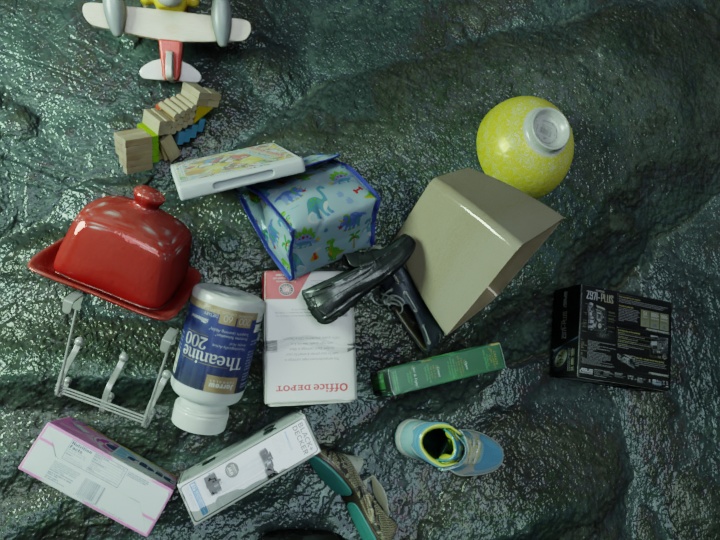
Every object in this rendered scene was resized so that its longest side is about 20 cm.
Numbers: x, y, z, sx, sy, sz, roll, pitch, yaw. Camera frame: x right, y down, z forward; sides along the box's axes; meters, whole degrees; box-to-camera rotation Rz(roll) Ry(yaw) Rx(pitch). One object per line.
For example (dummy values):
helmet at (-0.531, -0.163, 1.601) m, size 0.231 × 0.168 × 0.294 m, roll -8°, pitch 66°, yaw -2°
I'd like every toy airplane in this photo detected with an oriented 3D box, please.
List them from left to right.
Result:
toy airplane at (-0.305, -0.404, 0.901) m, size 0.199 × 0.141 × 0.200 m, roll 45°, pitch 73°, yaw -4°

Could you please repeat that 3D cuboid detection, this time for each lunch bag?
lunch bag at (-0.089, -0.110, 0.903) m, size 0.168 × 0.129 × 0.200 m, roll -21°, pitch 50°, yaw -27°

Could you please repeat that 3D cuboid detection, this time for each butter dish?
butter dish at (-0.316, -0.047, 0.792) m, size 0.197 × 0.200 × 0.150 m, roll 23°, pitch 108°, yaw -9°

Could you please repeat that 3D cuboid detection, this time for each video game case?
video game case at (-0.195, -0.158, 0.866) m, size 0.178 × 0.200 × 0.023 m, roll -16°, pitch 113°, yaw -16°

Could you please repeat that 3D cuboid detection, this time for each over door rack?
over door rack at (-0.340, 0.123, 0.795) m, size 0.145 × 0.202 × 0.067 m, roll 22°, pitch 34°, yaw -9°

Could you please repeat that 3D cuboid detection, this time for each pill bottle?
pill bottle at (-0.216, 0.130, 0.836) m, size 0.109 × 0.111 × 0.204 m, roll 14°, pitch 93°, yaw -12°

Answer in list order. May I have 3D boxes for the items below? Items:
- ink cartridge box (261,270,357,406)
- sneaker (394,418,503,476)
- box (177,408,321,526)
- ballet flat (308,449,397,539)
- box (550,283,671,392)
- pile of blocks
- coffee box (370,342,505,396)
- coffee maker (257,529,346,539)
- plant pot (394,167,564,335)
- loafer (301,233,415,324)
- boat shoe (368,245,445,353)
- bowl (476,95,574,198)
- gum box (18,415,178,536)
ink cartridge box at (-0.085, 0.108, 0.901) m, size 0.143 × 0.083 × 0.205 m, roll 1°, pitch 80°, yaw -14°
sneaker at (0.163, 0.293, 0.910) m, size 0.196 × 0.130 × 0.081 m, roll 13°, pitch 76°, yaw -13°
box at (-0.163, 0.283, 0.834) m, size 0.197 × 0.117 × 0.061 m, roll -26°, pitch 87°, yaw -18°
ballet flat at (-0.006, 0.347, 0.899) m, size 0.075 × 0.067 × 0.202 m, roll -39°, pitch 97°, yaw -39°
box at (0.461, 0.127, 1.040) m, size 0.196 × 0.086 × 0.168 m, roll 10°, pitch 78°, yaw -13°
pile of blocks at (-0.317, -0.235, 0.917) m, size 0.062 × 0.083 × 0.200 m, roll 36°, pitch 66°, yaw 26°
coffee box at (0.124, 0.164, 0.929) m, size 0.196 × 0.123 × 0.045 m, roll -10°, pitch 80°, yaw -15°
coffee maker at (-0.069, 0.497, 0.829) m, size 0.189 × 0.133 × 0.205 m, roll 15°, pitch 77°, yaw -36°
plant pot at (0.176, -0.053, 0.922) m, size 0.177 × 0.201 × 0.198 m, roll 46°, pitch 38°, yaw 16°
loafer at (0.000, 0.000, 0.863) m, size 0.199 × 0.068 × 0.071 m, roll -37°, pitch 97°, yaw -14°
boat shoe at (0.069, 0.050, 0.960) m, size 0.062 × 0.075 × 0.201 m, roll -42°, pitch 102°, yaw -28°
bowl at (0.328, -0.246, 1.059) m, size 0.195 × 0.108 × 0.205 m, roll 3°, pitch 79°, yaw -14°
gum box at (-0.358, 0.278, 0.784) m, size 0.198 × 0.113 × 0.067 m, roll 33°, pitch 74°, yaw -8°
